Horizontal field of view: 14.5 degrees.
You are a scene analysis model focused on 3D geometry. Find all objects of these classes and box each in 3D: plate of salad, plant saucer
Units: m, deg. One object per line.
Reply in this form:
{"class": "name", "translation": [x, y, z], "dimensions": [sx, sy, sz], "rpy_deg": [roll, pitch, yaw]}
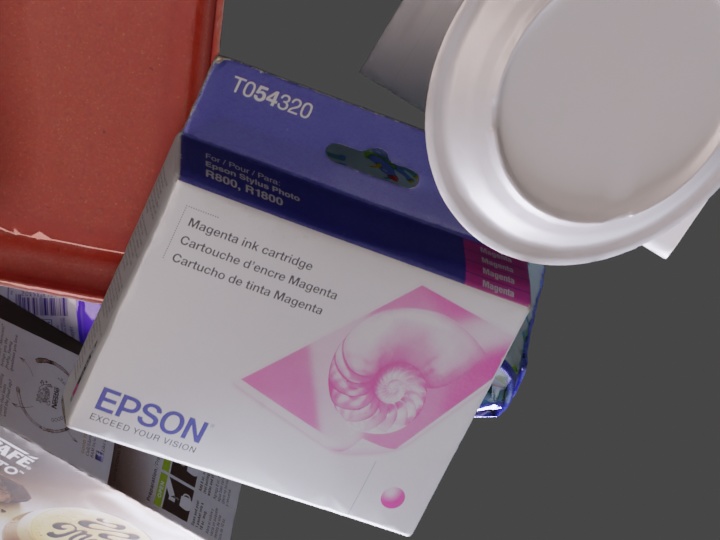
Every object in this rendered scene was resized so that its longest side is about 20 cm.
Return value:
{"class": "plate of salad", "translation": [0.117, -0.096, 1.377], "dimensions": [0.199, 0.048, 0.201], "rpy_deg": [-13, 122, -21]}
{"class": "plant saucer", "translation": [-0.167, -0.088, 1.406], "dimensions": [0.199, 0.037, 0.200], "rpy_deg": [10, 115, 7]}

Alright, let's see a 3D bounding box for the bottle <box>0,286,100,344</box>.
{"class": "bottle", "translation": [-0.227, 0.024, 1.650], "dimensions": [0.199, 0.065, 0.084], "rpy_deg": [1, 119, 11]}

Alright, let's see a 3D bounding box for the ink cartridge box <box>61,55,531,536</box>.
{"class": "ink cartridge box", "translation": [-0.022, 0.018, 1.406], "dimensions": [0.196, 0.043, 0.200], "rpy_deg": [19, 112, -18]}

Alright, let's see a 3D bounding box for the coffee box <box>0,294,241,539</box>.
{"class": "coffee box", "translation": [-0.178, 0.101, 1.613], "dimensions": [0.200, 0.080, 0.113], "rpy_deg": [33, 139, -29]}

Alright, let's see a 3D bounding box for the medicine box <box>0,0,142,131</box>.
{"class": "medicine box", "translation": [-0.197, -0.146, 1.508], "dimensions": [0.199, 0.182, 0.103], "rpy_deg": [-9, 110, 14]}

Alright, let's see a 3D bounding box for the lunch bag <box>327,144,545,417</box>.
{"class": "lunch bag", "translation": [0.000, 0.000, 1.538], "dimensions": [0.199, 0.170, 0.128], "rpy_deg": [19, 117, 1]}

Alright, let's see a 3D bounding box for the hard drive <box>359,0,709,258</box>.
{"class": "hard drive", "translation": [0.118, -0.111, 1.547], "dimensions": [0.200, 0.025, 0.132], "rpy_deg": [31, 115, -3]}
